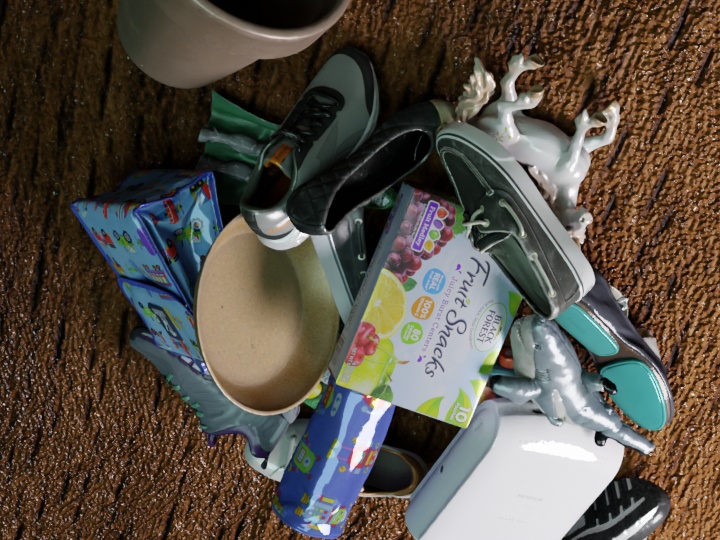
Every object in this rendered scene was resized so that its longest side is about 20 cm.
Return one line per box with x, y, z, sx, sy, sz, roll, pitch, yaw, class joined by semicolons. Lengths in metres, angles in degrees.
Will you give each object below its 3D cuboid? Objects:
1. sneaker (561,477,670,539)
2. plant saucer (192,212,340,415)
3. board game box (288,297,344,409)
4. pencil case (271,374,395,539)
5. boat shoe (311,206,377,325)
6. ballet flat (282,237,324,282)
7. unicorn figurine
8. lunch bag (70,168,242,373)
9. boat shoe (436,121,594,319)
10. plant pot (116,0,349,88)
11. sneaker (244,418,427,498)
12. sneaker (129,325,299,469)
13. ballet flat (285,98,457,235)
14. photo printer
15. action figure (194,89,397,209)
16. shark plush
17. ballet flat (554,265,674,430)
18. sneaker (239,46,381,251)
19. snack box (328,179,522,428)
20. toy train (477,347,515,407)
0.264;0.287;1.698;0.080;0.074;0.200;28;131;-18;sneaker
-0.096;0.037;1.543;0.035;0.200;0.201;0;123;40;plant saucer
-0.055;0.084;1.662;0.200;0.023;0.105;33;125;-22;board game box
-0.023;0.168;1.625;0.087;0.078;0.200;35;108;43;pencil case
0.000;0.000;1.574;0.056;0.069;0.200;-10;138;12;boat shoe
-0.091;0.012;1.651;0.067;0.046;0.200;31;123;-18;ballet flat
0.173;-0.110;1.475;0.200;0.074;0.137;41;135;8;unicorn figurine
-0.182;0.007;1.590;0.150;0.094;0.200;7;122;56;lunch bag
0.128;-0.046;1.456;0.200;0.064;0.071;51;153;6;boat shoe
-0.130;-0.251;1.427;0.200;0.200;0.175;40;143;-9;plant pot
-0.028;0.197;1.707;0.199;0.085;0.073;8;84;5;sneaker
-0.168;0.132;1.703;0.200;0.074;0.088;26;84;9;sneaker
0.019;-0.090;1.469;0.057;0.200;0.067;33;151;40;ballet flat
0.161;0.210;1.642;0.166;0.070;0.200;15;129;-25;photo printer
-0.060;-0.094;1.567;0.199;0.055;0.118;13;121;5;action figure
0.206;0.120;1.536;0.083;0.091;0.200;-25;108;46;shark plush
0.250;0.068;1.549;0.073;0.073;0.200;-24;122;29;ballet flat
-0.046;-0.117;1.479;0.074;0.200;0.079;22;172;29;sneaker
0.072;0.033;1.532;0.142;0.053;0.200;19;100;-15;snack box
0.106;0.068;1.610;0.200;0.056;0.150;41;125;-9;toy train
